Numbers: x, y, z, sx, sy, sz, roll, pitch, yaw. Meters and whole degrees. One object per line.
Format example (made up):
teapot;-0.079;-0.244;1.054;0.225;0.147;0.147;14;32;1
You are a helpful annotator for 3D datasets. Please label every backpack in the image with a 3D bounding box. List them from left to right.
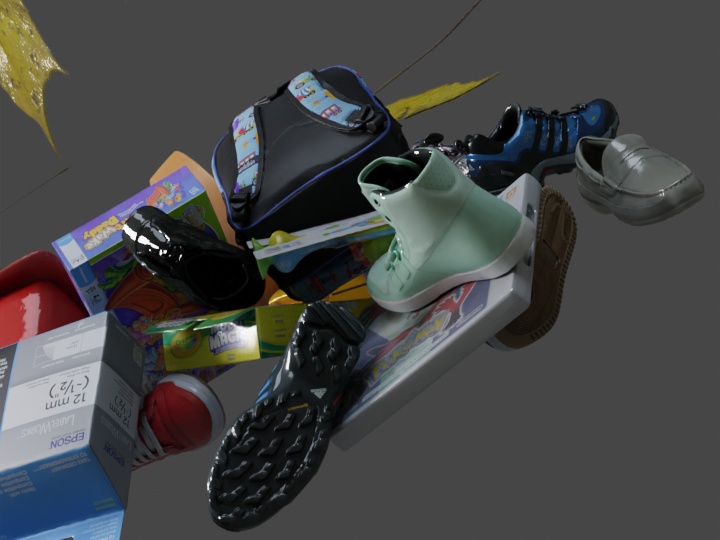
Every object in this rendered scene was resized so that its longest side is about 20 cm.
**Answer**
backpack;-0.043;-0.092;1.491;0.182;0.135;0.200;-34;32;3

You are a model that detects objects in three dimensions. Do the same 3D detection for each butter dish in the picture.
butter dish;-0.307;0.118;1.498;0.199;0.200;0.149;-30;39;12

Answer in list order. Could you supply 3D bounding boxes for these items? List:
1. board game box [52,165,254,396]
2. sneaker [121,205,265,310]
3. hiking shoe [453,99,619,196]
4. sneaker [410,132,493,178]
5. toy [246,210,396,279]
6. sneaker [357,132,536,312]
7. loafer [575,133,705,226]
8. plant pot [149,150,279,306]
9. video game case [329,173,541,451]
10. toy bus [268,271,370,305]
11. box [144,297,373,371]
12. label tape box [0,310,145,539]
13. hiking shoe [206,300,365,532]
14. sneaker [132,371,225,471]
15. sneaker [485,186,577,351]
board game box;-0.172;0.022;1.429;0.134;0.201;0.045;-31;45;-12
sneaker;-0.125;0.003;1.330;0.104;0.199;0.060;31;89;42
hiking shoe;0.190;-0.140;1.672;0.199;0.087;0.074;-34;17;-30
sneaker;0.091;-0.116;1.773;0.199;0.075;0.081;-24;13;37
toy;0.007;-0.024;1.352;0.198;0.048;0.115;-11;9;-7
sneaker;0.036;-0.039;1.224;0.200;0.118;0.074;-24;30;58
loafer;0.243;-0.085;1.450;0.069;0.070;0.200;-28;14;-13
plant pot;-0.170;-0.002;1.652;0.140;0.200;0.200;-44;18;-9
video game case;0.060;0.030;1.258;0.200;0.023;0.183;-41;17;27
toy bus;0.000;0.000;1.543;0.198;0.079;0.065;-18;15;26
box;-0.079;0.054;1.389;0.116;0.049;0.199;-9;-6;39
label tape box;-0.259;0.145;1.316;0.142;0.066;0.201;-18;44;21
hiking shoe;-0.055;0.122;1.223;0.201;0.074;0.087;-57;-6;-32
sneaker;-0.203;0.147;1.379;0.112;0.072;0.199;-32;7;-39
sneaker;0.108;0.015;1.331;0.108;0.070;0.200;-28;19;34
